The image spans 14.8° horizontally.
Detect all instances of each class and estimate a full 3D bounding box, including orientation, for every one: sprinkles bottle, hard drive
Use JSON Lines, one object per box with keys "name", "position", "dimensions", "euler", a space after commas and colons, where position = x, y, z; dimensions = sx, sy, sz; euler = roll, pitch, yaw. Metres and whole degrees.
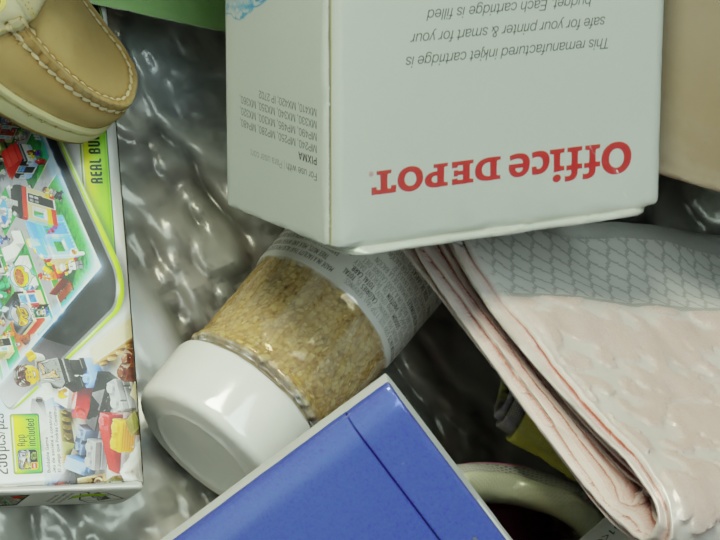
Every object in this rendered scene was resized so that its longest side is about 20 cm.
{"name": "sprinkles bottle", "position": [0.000, 0.000, 1.083], "dimensions": [0.068, 0.068, 0.200], "euler": [43, 66, -5]}
{"name": "hard drive", "position": [-0.031, 0.149, 0.994], "dimensions": [0.200, 0.025, 0.132], "euler": [-37, 101, 4]}

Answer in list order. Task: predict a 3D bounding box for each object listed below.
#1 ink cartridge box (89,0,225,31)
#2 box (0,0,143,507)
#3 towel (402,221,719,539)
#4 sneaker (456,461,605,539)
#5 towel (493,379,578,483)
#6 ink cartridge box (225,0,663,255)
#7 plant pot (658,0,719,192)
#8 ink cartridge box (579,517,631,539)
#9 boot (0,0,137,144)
{"name": "ink cartridge box", "position": [-0.033, -0.189, 1.116], "dimensions": [0.145, 0.048, 0.201], "euler": [10, 60, -19]}
{"name": "box", "position": [-0.145, -0.011, 1.050], "dimensions": [0.110, 0.035, 0.201], "euler": [-1, 76, -21]}
{"name": "towel", "position": [0.134, 0.043, 1.040], "dimensions": [0.199, 0.032, 0.191], "euler": [7, 33, -38]}
{"name": "sneaker", "position": [0.010, 0.114, 1.045], "dimensions": [0.199, 0.088, 0.082], "euler": [-18, 83, -24]}
{"name": "towel", "position": [0.139, 0.062, 1.105], "dimensions": [0.199, 0.023, 0.144], "euler": [31, 33, -12]}
{"name": "ink cartridge box", "position": [0.029, -0.118, 0.990], "dimensions": [0.145, 0.083, 0.201], "euler": [-8, 106, -31]}
{"name": "plant pot", "position": [0.155, -0.118, 1.077], "dimensions": [0.199, 0.200, 0.174], "euler": [15, 95, -16]}
{"name": "ink cartridge box", "position": [0.170, 0.191, 0.999], "dimensions": [0.045, 0.176, 0.200], "euler": [-38, 119, -9]}
{"name": "boot", "position": [-0.100, -0.144, 0.973], "dimensions": [0.200, 0.155, 0.073], "euler": [51, 22, -33]}
